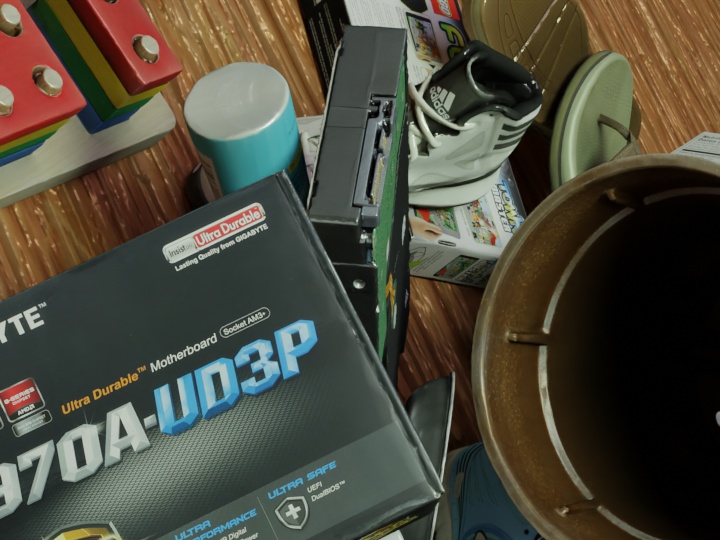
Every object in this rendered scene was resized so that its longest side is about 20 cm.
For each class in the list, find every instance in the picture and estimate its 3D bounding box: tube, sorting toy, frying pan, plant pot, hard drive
[{"bbox_3d":[-0.040,-0.013,1.126,0.201,0.050,0.078,75,18,-48],"label":"tube"},{"bbox_3d":[-0.188,-0.138,1.109,0.199,0.069,0.200,57,37,4],"label":"sorting toy"},{"bbox_3d":[0.024,0.143,1.137,0.031,0.115,0.192,10,90,0],"label":"frying pan"},{"bbox_3d":[0.191,0.051,1.152,0.198,0.200,0.201,5,57,-55],"label":"plant pot"},{"bbox_3d":[0.000,0.000,1.126,0.038,0.201,0.140,4,46,5],"label":"hard drive"}]

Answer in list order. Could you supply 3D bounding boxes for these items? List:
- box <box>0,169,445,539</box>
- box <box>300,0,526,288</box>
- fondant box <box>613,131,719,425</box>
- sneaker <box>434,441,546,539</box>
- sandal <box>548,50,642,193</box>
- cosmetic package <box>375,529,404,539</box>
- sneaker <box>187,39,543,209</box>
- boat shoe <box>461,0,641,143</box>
[{"bbox_3d":[-0.086,0.071,0.975,0.199,0.046,0.160,-25,78,-9],"label":"box"},{"bbox_3d":[0.033,-0.089,1.345,0.110,0.035,0.201,11,54,-43],"label":"box"},{"bbox_3d":[0.176,0.022,1.316,0.200,0.058,0.145,-30,121,-45],"label":"fondant box"},{"bbox_3d":[0.082,0.160,1.153,0.078,0.090,0.201,26,45,-32],"label":"sneaker"},{"bbox_3d":[0.147,-0.030,1.353,0.080,0.057,0.203,32,60,-58],"label":"sandal"},{"bbox_3d":[-0.047,0.081,1.051,0.071,0.102,0.201,-25,77,-11],"label":"cosmetic package"},{"bbox_3d":[0.009,-0.077,1.209,0.199,0.115,0.076,-14,67,-31],"label":"sneaker"},{"bbox_3d":[0.104,-0.120,1.385,0.074,0.062,0.200,-57,141,-13],"label":"boat shoe"}]
